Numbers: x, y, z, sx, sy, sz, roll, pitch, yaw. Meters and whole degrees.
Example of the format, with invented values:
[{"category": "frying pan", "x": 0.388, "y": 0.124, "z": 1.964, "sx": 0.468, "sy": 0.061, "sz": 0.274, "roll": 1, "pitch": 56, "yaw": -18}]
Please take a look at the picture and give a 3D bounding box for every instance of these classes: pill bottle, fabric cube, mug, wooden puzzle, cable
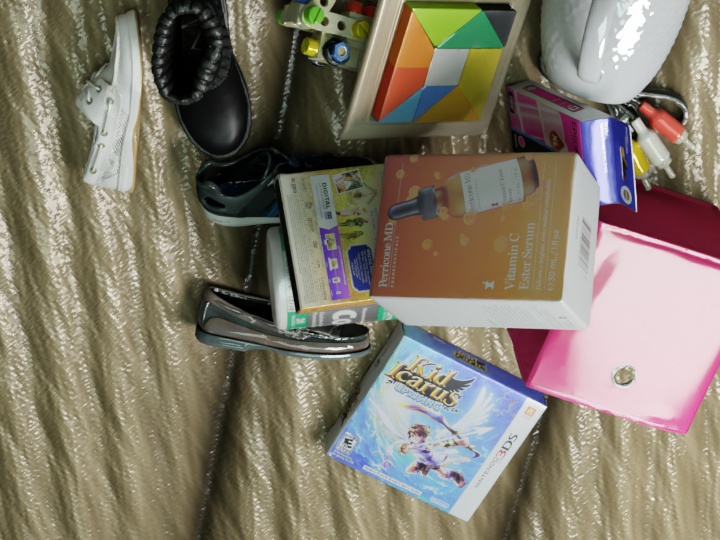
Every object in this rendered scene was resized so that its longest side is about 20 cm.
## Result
[{"category": "pill bottle", "x": 0.000, "y": 0.000, "z": 1.761, "sx": 0.199, "sy": 0.113, "sz": 0.114, "roll": -5, "pitch": 116, "yaw": -6}, {"category": "fabric cube", "x": 0.288, "y": 0.025, "z": 1.750, "sx": 0.195, "sy": 0.200, "sz": 0.200, "roll": 18, "pitch": 112, "yaw": -11}, {"category": "mug", "x": 0.249, "y": -0.257, "z": 1.616, "sx": 0.147, "sy": 0.200, "sz": 0.176, "roll": 17, "pitch": 115, "yaw": 9}, {"category": "wooden puzzle", "x": 0.083, "y": -0.212, "z": 1.656, "sx": 0.184, "sy": 0.037, "sz": 0.201, "roll": -5, "pitch": 132, "yaw": -32}, {"category": "cable", "x": 0.282, "y": -0.182, "z": 1.735, "sx": 0.097, "sy": 0.050, "sz": 0.200, "roll": -43, "pitch": 111, "yaw": 10}]

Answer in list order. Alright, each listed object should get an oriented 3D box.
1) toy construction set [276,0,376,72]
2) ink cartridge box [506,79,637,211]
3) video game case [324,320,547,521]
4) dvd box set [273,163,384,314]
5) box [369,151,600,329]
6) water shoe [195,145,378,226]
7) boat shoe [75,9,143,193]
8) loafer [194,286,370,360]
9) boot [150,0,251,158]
[{"category": "toy construction set", "x": 0.001, "y": -0.269, "z": 1.659, "sx": 0.199, "sy": 0.092, "sz": 0.132, "roll": 10, "pitch": 89, "yaw": -17}, {"category": "ink cartridge box", "x": 0.217, "y": -0.129, "z": 1.675, "sx": 0.037, "sy": 0.200, "sz": 0.095, "roll": -19, "pitch": 116, "yaw": -21}, {"category": "video game case", "x": 0.087, "y": 0.178, "z": 1.893, "sx": 0.199, "sy": 0.046, "sz": 0.182, "roll": 26, "pitch": 109, "yaw": -15}, {"category": "dvd box set", "x": 0.018, "y": -0.039, "z": 1.693, "sx": 0.199, "sy": 0.029, "sz": 0.147, "roll": -8, "pitch": 79, "yaw": -16}, {"category": "box", "x": 0.124, "y": -0.028, "z": 1.596, "sx": 0.199, "sy": 0.106, "sz": 0.153, "roll": 0, "pitch": 74, "yaw": 22}, {"category": "water shoe", "x": -0.077, "y": -0.093, "z": 1.725, "sx": 0.199, "sy": 0.072, "sz": 0.079, "roll": -11, "pitch": 148, "yaw": 2}, {"category": "boat shoe", "x": -0.263, "y": -0.175, "z": 1.685, "sx": 0.069, "sy": 0.071, "sz": 0.201, "roll": 4, "pitch": 116, "yaw": -8}, {"category": "loafer", "x": -0.085, "y": 0.058, "z": 1.812, "sx": 0.199, "sy": 0.072, "sz": 0.063, "roll": 5, "pitch": 109, "yaw": -4}, {"category": "boot", "x": -0.161, "y": -0.190, "z": 1.638, "sx": 0.079, "sy": 0.158, "sz": 0.212, "roll": -11, "pitch": 116, "yaw": 1}]
